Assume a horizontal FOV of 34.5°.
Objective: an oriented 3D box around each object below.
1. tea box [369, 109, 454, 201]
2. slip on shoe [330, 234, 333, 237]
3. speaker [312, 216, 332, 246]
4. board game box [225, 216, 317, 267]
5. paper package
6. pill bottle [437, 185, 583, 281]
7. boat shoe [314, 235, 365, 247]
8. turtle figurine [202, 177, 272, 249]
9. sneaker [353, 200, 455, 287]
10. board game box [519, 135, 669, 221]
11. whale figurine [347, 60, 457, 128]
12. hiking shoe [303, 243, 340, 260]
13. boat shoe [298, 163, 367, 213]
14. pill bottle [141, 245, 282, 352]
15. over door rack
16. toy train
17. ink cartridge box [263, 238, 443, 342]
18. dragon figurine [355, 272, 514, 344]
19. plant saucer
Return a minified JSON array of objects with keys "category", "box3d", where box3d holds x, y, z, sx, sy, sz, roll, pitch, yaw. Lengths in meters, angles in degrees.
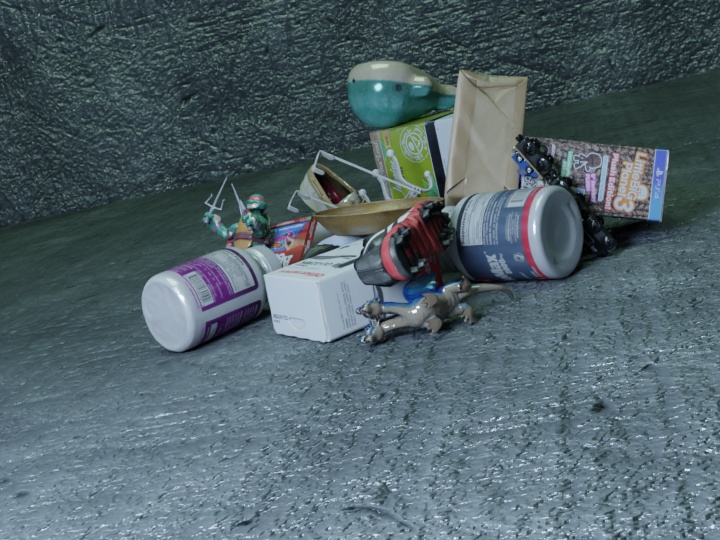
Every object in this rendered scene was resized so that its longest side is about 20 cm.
[{"category":"tea box","box3d":[0.144,-0.158,1.929,0.195,0.203,0.133,-4,14,43]},{"category":"slip on shoe","box3d":[-0.044,-0.029,1.886,0.197,0.062,0.074,-15,13,0]},{"category":"speaker","box3d":[-0.067,-0.056,1.991,0.198,0.082,0.081,-21,14,-32]},{"category":"board game box","box3d":[-0.156,-0.025,1.892,0.198,0.104,0.019,-10,-32,41]},{"category":"paper package","box3d":[0.180,-0.175,1.696,0.102,0.194,0.200,5,-6,4]},{"category":"pill bottle","box3d":[0.186,-0.046,1.550,0.198,0.121,0.119,-3,15,42]},{"category":"boat shoe","box3d":[0.024,-0.034,1.801,0.196,0.075,0.068,-14,3,13]},{"category":"turtle figurine","box3d":[-0.189,-0.056,1.854,0.100,0.203,0.149,16,-17,-29]},{"category":"sneaker","box3d":[0.053,-0.032,1.465,0.097,0.072,0.200,-23,10,31]},{"category":"board game box","box3d":[0.322,-0.129,1.648,0.196,0.099,0.159,6,4,3]},{"category":"whale figurine","box3d":[0.071,-0.282,1.918,0.197,0.106,0.158,7,-2,-31]},{"category":"hiking shoe","box3d":[0.000,0.000,1.715,0.197,0.077,0.101,-12,28,20]},{"category":"boat shoe","box3d":[-0.022,-0.104,1.948,0.199,0.067,0.074,37,49,15]},{"category":"pill bottle","box3d":[-0.204,0.032,1.651,0.111,0.114,0.199,-2,15,43]},{"category":"over door rack","box3d":[-0.001,-0.136,1.844,0.197,0.068,0.148,10,-27,-17]},{"category":"toy train","box3d":[0.269,-0.099,1.556,0.046,0.201,0.034,-40,0,33]},{"category":"ink cartridge box","box3d":[-0.010,0.020,1.552,0.198,0.085,0.143,-21,15,-32]},{"category":"dragon figurine","box3d":[0.088,0.039,1.413,0.198,0.060,0.099,-22,14,-30]},{"category":"plant saucer","box3d":[0.028,-0.079,1.721,0.197,0.036,0.200,-7,7,1]}]
